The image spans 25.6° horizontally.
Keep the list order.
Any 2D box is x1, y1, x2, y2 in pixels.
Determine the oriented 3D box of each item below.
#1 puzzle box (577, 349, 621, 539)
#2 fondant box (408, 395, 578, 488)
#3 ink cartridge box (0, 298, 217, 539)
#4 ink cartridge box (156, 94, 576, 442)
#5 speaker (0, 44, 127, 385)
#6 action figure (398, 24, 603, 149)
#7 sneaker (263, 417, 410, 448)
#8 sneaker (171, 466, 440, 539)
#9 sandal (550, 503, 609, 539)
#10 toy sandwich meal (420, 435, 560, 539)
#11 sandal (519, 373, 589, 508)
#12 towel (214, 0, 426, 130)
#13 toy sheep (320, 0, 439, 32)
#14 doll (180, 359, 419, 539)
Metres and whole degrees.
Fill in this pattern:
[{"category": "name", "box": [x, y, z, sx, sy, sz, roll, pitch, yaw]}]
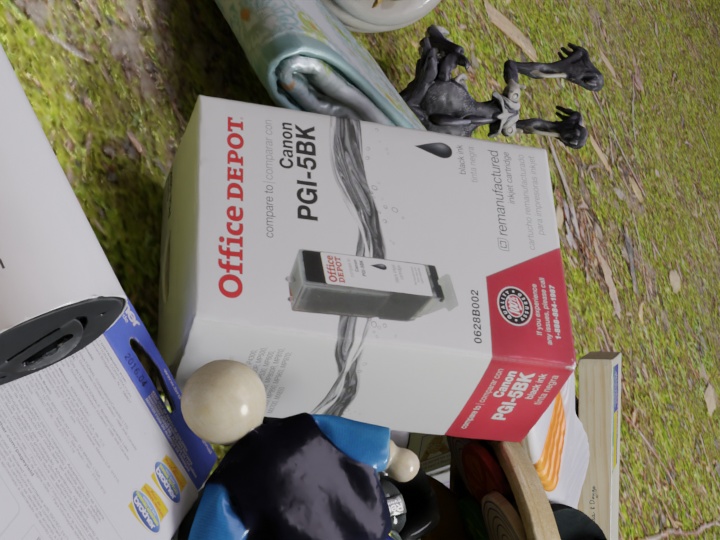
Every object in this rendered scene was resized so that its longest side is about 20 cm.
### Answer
[{"category": "puzzle box", "box": [0.174, 0.160, 1.158, 0.133, 0.025, 0.201, 6, 85, -78]}, {"category": "fondant box", "box": [0.096, 0.119, 1.103, 0.144, 0.058, 0.200, 56, 27, -27]}, {"category": "ink cartridge box", "box": [-0.134, 0.089, 0.673, 0.120, 0.042, 0.200, 61, 28, -15]}, {"category": "ink cartridge box", "box": [0.000, 0.000, 0.832, 0.199, 0.083, 0.147, 7, 54, -15]}, {"category": "speaker", "box": [-0.168, -0.054, 0.625, 0.200, 0.081, 0.081, 63, 23, 11]}, {"category": "action figure", "box": [0.082, -0.126, 1.218, 0.199, 0.102, 0.119, -6, 106, -27]}, {"category": "sneaker", "box": [-0.026, 0.016, 0.909, 0.115, 0.075, 0.201, 29, 48, -58]}, {"category": "sneaker", "box": [-0.026, 0.128, 0.809, 0.200, 0.084, 0.075, -9, 78, -65]}, {"category": "sandal", "box": [0.155, 0.205, 1.023, 0.200, 0.048, 0.075, 35, 75, -47]}, {"category": "toy sandwich meal", "box": [0.061, 0.183, 0.886, 0.205, 0.070, 0.206, 172, -90, -79]}, {"category": "sandal", "box": [0.103, 0.105, 1.003, 0.207, 0.059, 0.079, 68, 35, -55]}, {"category": "towel", "box": [-0.028, -0.131, 0.999, 0.200, 0.048, 0.171, 39, 13, -49]}, {"category": "toy sheep", "box": [0.004, -0.233, 1.113, 0.138, 0.138, 0.200, 59, 2, -20]}, {"category": "doll", "box": [-0.024, 0.131, 0.727, 0.136, 0.048, 0.200, -30, 93, -23]}]
